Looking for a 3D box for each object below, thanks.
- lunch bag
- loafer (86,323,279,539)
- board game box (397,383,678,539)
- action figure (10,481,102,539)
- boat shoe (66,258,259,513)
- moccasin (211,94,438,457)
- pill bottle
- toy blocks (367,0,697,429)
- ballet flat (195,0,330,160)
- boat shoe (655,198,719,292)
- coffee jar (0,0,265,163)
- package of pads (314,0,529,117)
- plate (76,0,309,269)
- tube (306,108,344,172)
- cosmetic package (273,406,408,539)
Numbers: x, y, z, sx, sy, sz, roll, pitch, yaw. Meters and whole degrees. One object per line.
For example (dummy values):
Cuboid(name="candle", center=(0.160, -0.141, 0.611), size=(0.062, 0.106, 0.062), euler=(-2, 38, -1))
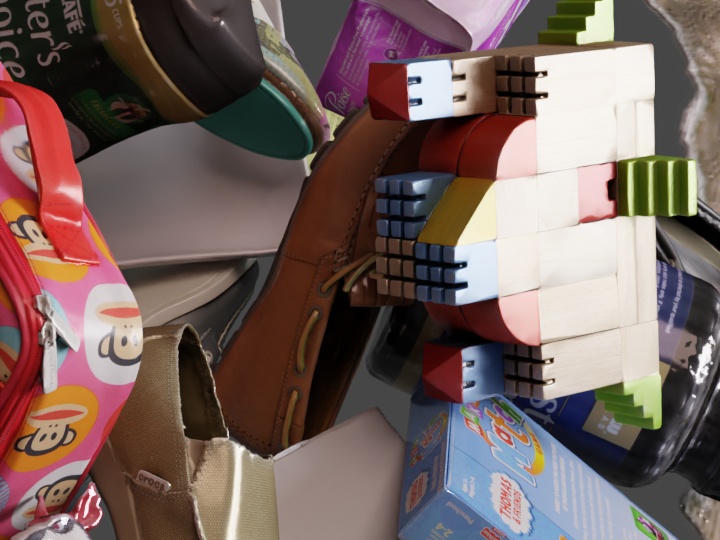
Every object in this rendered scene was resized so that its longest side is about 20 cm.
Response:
Cuboid(name="lunch bag", center=(-0.168, 0.002, 0.979), size=(0.082, 0.176, 0.200), euler=(0, 44, -43))
Cuboid(name="loafer", center=(-0.064, 0.103, 0.976), size=(0.067, 0.076, 0.200), euler=(-34, 70, 9))
Cuboid(name="board game box", center=(0.104, 0.136, 1.057), size=(0.200, 0.037, 0.151), euler=(40, 17, -10))
Cuboid(name="action figure", center=(-0.111, 0.180, 0.905), size=(0.148, 0.134, 0.201), euler=(18, 68, -25))
Cuboid(name="boat shoe", center=(-0.106, 0.048, 1.124), size=(0.073, 0.062, 0.200), euler=(-3, 26, 31))
Cuboid(name="moccasin", center=(-0.001, 0.000, 1.088), size=(0.078, 0.202, 0.074), euler=(33, 7, 25))
Cuboid(name="pill bottle", center=(0.113, 0.040, 1.168), size=(0.199, 0.112, 0.112), euler=(23, 48, -1))
Cuboid(name="toy blocks", center=(0.066, -0.020, 1.035), size=(0.136, 0.201, 0.100), euler=(-10, 12, -39))
Cuboid(name="ballet flat", center=(-0.093, -0.116, 1.166), size=(0.199, 0.069, 0.071), euler=(19, 48, 20))
Cuboid(name="boat shoe", center=(0.204, 0.015, 1.248), size=(0.199, 0.066, 0.074), euler=(46, 44, 11))
Cuboid(name="coffee jar", center=(-0.142, -0.098, 1.089), size=(0.199, 0.085, 0.105), euler=(-23, 54, 16))
Cuboid(name="package of pads", center=(0.054, -0.160, 1.303), size=(0.075, 0.121, 0.200), euler=(30, 47, 5))
Cuboid(name="plate", center=(-0.130, -0.069, 1.187), size=(0.199, 0.032, 0.201), euler=(-6, 51, -6))
Cuboid(name="tube", center=(0.032, -0.037, 1.245), size=(0.199, 0.052, 0.058), euler=(24, 75, -7))
Cuboid(name="cosmetic package", center=(0.016, 0.172, 1.044), size=(0.113, 0.081, 0.200), euler=(-24, 63, -35))
